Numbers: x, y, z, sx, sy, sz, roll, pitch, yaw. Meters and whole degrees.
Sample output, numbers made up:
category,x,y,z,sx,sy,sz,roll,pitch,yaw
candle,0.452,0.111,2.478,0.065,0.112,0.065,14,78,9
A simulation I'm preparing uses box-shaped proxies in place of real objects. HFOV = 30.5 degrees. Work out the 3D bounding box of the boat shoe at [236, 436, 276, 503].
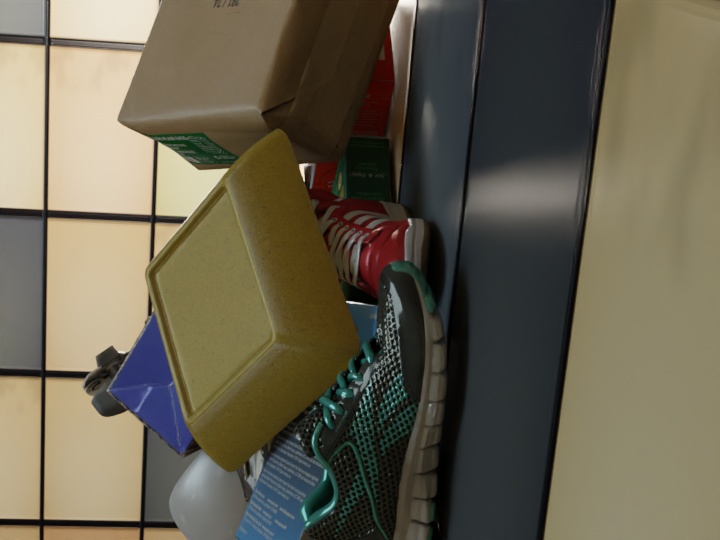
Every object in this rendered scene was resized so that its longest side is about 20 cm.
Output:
category,x,y,z,sx,sy,sz,roll,pitch,yaw
boat shoe,-0.065,0.155,1.087,0.073,0.074,0.201,10,101,48

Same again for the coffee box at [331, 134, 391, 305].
category,x,y,z,sx,sy,sz,roll,pitch,yaw
coffee box,0.000,0.000,1.134,0.123,0.044,0.201,106,165,-58

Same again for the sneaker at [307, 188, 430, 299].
category,x,y,z,sx,sy,sz,roll,pitch,yaw
sneaker,-0.013,-0.018,0.974,0.200,0.112,0.072,-124,43,-77

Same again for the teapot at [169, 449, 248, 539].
category,x,y,z,sx,sy,sz,roll,pitch,yaw
teapot,-0.068,0.208,1.220,0.197,0.146,0.200,-49,-13,12

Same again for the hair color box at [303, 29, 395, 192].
category,x,y,z,sx,sy,sz,roll,pitch,yaw
hair color box,-0.014,-0.144,1.224,0.200,0.061,0.102,102,167,-53

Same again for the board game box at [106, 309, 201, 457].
category,x,y,z,sx,sy,sz,roll,pitch,yaw
board game box,-0.110,0.060,1.210,0.160,0.097,0.200,-57,-15,21

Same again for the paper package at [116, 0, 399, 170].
category,x,y,z,sx,sy,sz,roll,pitch,yaw
paper package,-0.084,-0.186,1.108,0.200,0.103,0.191,3,69,45

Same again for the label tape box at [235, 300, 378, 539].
category,x,y,z,sx,sy,sz,roll,pitch,yaw
label tape box,-0.014,0.127,0.975,0.201,0.063,0.144,-68,18,-6

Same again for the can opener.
category,x,y,z,sx,sy,sz,roll,pitch,yaw
can opener,-0.182,0.073,1.298,0.067,0.200,0.053,51,162,19

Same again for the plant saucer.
category,x,y,z,sx,sy,sz,roll,pitch,yaw
plant saucer,-0.098,0.025,1.000,0.200,0.048,0.200,-44,57,41

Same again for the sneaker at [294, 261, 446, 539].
category,x,y,z,sx,sy,sz,roll,pitch,yaw
sneaker,0.004,0.093,0.842,0.078,0.091,0.201,-125,38,-76
